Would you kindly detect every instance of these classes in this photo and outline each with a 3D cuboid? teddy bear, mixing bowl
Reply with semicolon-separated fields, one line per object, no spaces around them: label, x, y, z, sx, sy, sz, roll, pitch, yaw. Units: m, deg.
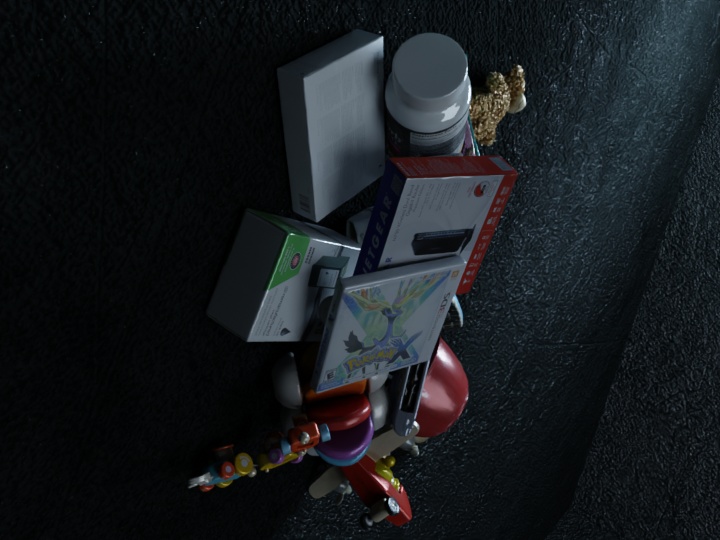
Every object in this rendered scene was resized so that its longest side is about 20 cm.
teddy bear;0.220;-0.273;1.223;0.199;0.066;0.147;-23;133;-46
mixing bowl;0.127;0.227;1.314;0.201;0.108;0.200;-55;-175;7

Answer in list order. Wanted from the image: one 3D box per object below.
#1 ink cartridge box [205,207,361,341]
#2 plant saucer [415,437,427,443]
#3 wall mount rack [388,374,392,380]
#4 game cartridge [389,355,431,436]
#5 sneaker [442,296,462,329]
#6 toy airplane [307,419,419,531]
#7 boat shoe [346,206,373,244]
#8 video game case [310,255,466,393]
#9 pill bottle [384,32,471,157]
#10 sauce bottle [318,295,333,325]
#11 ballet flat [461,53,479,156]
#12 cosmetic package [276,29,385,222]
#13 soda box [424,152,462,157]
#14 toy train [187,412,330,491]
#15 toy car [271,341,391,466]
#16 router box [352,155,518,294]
ink cartridge box;-0.089;0.012;0.955;0.199;0.084;0.148;8;107;-58
plant saucer;0.158;0.281;1.570;0.199;0.029;0.202;-35;137;-39
wall mount rack;0.039;0.131;1.242;0.173;0.074;0.202;17;97;-56
game cartridge;0.081;0.149;1.147;0.133;0.041;0.203;-151;-106;-82
sneaker;0.140;0.016;1.267;0.090;0.078;0.202;-51;126;-44
toy airplane;0.005;0.332;1.255;0.141;0.197;0.202;-32;128;-64
boat shoe;0.000;0.000;1.108;0.066;0.073;0.203;-17;118;-31
video game case;0.037;0.072;0.957;0.198;0.022;0.184;-11;133;-32
pill bottle;0.090;-0.221;0.971;0.117;0.116;0.200;-55;167;-13
sauce bottle;0.013;0.071;1.008;0.199;0.066;0.067;17;98;-59
ballet flat;0.140;-0.241;1.104;0.069;0.070;0.203;55;29;-76
cosmetic package;-0.031;-0.186;0.928;0.150;0.051;0.202;-37;139;-35
soda box;0.089;-0.091;1.056;0.070;0.064;0.200;-11;161;-27
toy train;-0.142;0.245;0.995;0.198;0.056;0.151;-17;159;-8
toy car;-0.034;0.206;1.066;0.173;0.151;0.202;-12;127;-9
router box;0.094;-0.051;0.948;0.178;0.049;0.202;-7;131;-30
